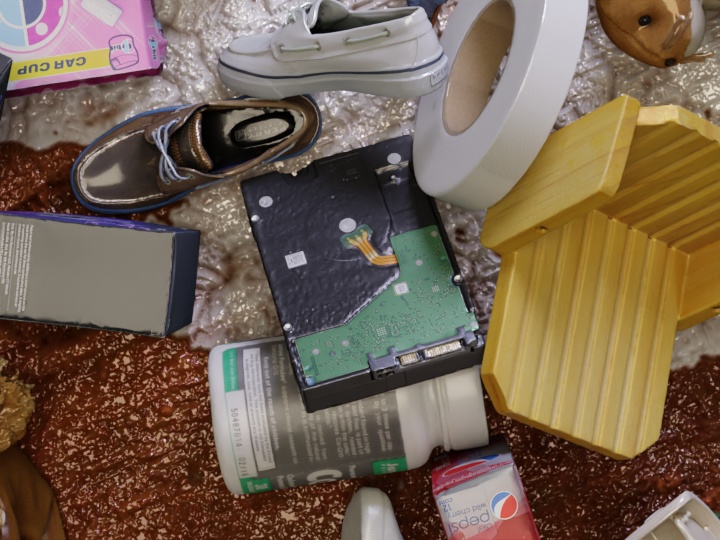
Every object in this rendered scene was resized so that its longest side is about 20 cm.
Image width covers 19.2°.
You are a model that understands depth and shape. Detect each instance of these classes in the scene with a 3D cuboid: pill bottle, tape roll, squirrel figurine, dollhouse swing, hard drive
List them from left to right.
[{"bbox_3d":[-0.299,0.162,1.554,0.140,0.187,0.202,-2,91,1],"label":"squirrel figurine"},{"bbox_3d":[-0.009,0.098,1.585,0.198,0.113,0.114,-9,91,2],"label":"pill bottle"},{"bbox_3d":[0.000,0.000,1.562,0.138,0.038,0.201,-16,53,-4],"label":"hard drive"},{"bbox_3d":[0.098,-0.142,1.535,0.037,0.203,0.205,19,92,-18],"label":"tape roll"},{"bbox_3d":[0.202,0.014,1.507,0.199,0.181,0.177,23,56,-34],"label":"dollhouse swing"},{"bbox_3d":[0.245,-0.246,1.538,0.186,0.141,0.201,-28,77,12],"label":"squirrel figurine"}]

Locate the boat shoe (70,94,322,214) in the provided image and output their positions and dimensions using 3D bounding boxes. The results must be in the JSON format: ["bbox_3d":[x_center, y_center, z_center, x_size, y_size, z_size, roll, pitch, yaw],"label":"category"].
[{"bbox_3d":[-0.127,-0.096,1.602,0.198,0.072,0.073,-20,91,2],"label":"boat shoe"}]

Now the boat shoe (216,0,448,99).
[{"bbox_3d":[-0.024,-0.170,1.564,0.198,0.074,0.067,3,120,31],"label":"boat shoe"}]

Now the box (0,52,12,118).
[{"bbox_3d":[-0.351,-0.082,1.530,0.147,0.201,0.125,25,52,0],"label":"box"}]

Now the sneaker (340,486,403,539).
[{"bbox_3d":[0.035,0.260,1.618,0.088,0.075,0.202,-7,97,-11],"label":"sneaker"}]

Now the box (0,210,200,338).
[{"bbox_3d":[-0.195,0.000,1.542,0.140,0.200,0.080,9,91,0],"label":"box"}]

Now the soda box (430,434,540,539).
[{"bbox_3d":[0.090,0.170,1.541,0.063,0.200,0.071,-19,91,3],"label":"soda box"}]

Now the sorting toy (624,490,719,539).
[{"bbox_3d":[0.231,0.288,1.599,0.180,0.107,0.201,-37,91,9],"label":"sorting toy"}]

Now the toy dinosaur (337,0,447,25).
[{"bbox_3d":[0.061,-0.229,1.593,0.198,0.105,0.183,-13,112,-11],"label":"toy dinosaur"}]

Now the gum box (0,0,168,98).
[{"bbox_3d":[-0.248,-0.193,1.604,0.198,0.066,0.115,-9,90,1],"label":"gum box"}]
